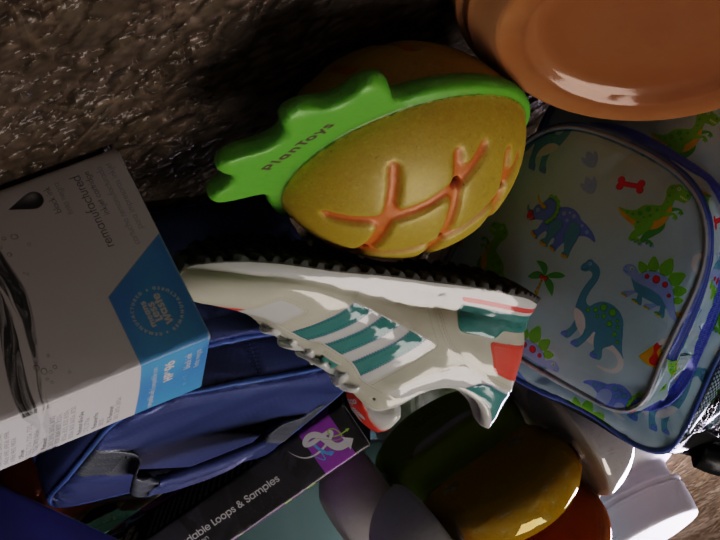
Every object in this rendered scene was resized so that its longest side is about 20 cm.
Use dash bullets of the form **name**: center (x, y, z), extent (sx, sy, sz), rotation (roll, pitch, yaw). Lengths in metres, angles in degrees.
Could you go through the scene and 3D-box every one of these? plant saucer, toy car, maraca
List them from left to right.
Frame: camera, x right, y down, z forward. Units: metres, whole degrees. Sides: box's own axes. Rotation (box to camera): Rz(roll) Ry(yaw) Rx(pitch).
- **maraca**: center (0.007, -0.062, 1.133), extent (0.137, 0.107, 0.200), rotation (-37, 158, 29)
- **toy car**: center (0.086, 0.149, 1.404), extent (0.175, 0.150, 0.200), rotation (-35, -156, -10)
- **plant saucer**: center (0.145, -0.131, 1.120), extent (0.199, 0.038, 0.200), rotation (1, 151, 0)

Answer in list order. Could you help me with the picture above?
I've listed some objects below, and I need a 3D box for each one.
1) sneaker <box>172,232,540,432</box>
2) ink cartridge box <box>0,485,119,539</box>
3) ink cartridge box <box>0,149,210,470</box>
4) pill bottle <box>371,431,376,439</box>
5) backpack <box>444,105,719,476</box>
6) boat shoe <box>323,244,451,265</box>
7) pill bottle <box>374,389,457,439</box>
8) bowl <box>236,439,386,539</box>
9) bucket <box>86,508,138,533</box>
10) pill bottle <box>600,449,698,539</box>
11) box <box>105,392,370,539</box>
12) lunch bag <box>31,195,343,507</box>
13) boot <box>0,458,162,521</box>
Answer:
- **sneaker**: center (-0.007, 0.038, 1.174), extent (0.199, 0.094, 0.070), rotation (7, -171, -16)
- **ink cartridge box**: center (-0.203, 0.144, 1.237), extent (0.200, 0.041, 0.200), rotation (5, 161, 37)
- **ink cartridge box**: center (-0.188, 0.034, 1.096), extent (0.200, 0.116, 0.068), rotation (-22, 160, -18)
- **pill bottle**: center (0.066, 0.158, 1.790), extent (0.111, 0.111, 0.200), rotation (-30, 162, 6)
- **backpack**: center (0.156, -0.014, 1.256), extent (0.200, 0.183, 0.147), rotation (-63, 154, 6)
- **boat shoe**: center (0.003, 0.005, 1.353), extent (0.075, 0.075, 0.202), rotation (-20, 160, -29)
- **pill bottle**: center (0.107, 0.072, 1.563), extent (0.199, 0.111, 0.111), rotation (-4, 158, -5)
- **bowl**: center (-0.026, 0.190, 1.540), extent (0.200, 0.105, 0.201), rotation (-7, 163, -2)
- **bucket**: center (-0.139, 0.249, 1.681), extent (0.207, 0.135, 0.207), rotation (-24, 165, -7)
- **pill bottle**: center (0.166, 0.114, 1.673), extent (0.119, 0.200, 0.120), rotation (-25, 161, -9)
- **box**: center (-0.083, 0.140, 1.389), extent (0.200, 0.036, 0.143), rotation (-33, -175, 4)
- **lunch bag**: center (-0.106, 0.052, 1.235), extent (0.200, 0.133, 0.136), rotation (-12, 156, -41)
- **boot**: center (-0.158, 0.103, 1.407), extent (0.107, 0.075, 0.200), rotation (-43, 164, 26)
